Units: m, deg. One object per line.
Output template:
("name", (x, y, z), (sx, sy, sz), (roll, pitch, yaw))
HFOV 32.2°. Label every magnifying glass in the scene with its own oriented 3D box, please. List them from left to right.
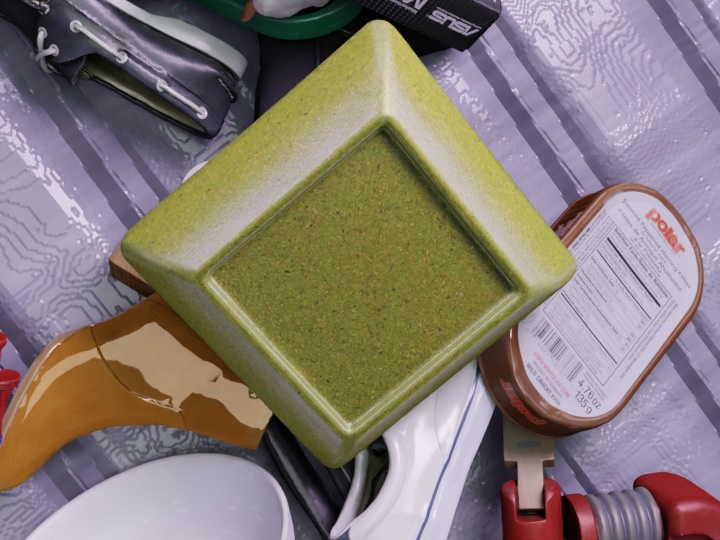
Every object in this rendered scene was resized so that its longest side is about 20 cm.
("magnifying glass", (-0.092, -0.186, 0.801), (0.198, 0.022, 0.080), (3, 59, 12))

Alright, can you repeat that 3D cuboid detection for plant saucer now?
("plant saucer", (0.000, 0.000, 0.705), (0.199, 0.048, 0.200), (-39, 111, 6))

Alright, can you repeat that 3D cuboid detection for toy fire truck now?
("toy fire truck", (0.159, 0.160, 0.829), (0.174, 0.129, 0.202), (-7, 100, -9))

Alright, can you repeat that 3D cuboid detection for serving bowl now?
("serving bowl", (-0.126, 0.200, 0.746), (0.199, 0.200, 0.066), (-25, 118, -9))

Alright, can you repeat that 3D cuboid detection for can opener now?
("can opener", (-0.005, 0.169, 0.822), (0.063, 0.079, 0.202), (-25, 83, -1))

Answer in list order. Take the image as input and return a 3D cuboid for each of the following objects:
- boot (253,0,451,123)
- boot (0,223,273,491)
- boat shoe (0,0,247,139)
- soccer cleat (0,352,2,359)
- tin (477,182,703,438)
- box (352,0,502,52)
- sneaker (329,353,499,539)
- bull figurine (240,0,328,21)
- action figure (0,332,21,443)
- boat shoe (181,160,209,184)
("boot", (0.011, -0.096, 0.786), (0.163, 0.066, 0.202), (-3, 58, 2))
("boot", (-0.130, 0.081, 0.791), (0.143, 0.071, 0.202), (31, 76, 3))
("boat shoe", (-0.172, -0.146, 0.795), (0.198, 0.076, 0.061), (21, 80, -7))
("soccer cleat", (-0.319, 0.075, 0.779), (0.199, 0.067, 0.077), (-28, 60, -2))
("tin", (0.157, 0.024, 0.825), (0.200, 0.042, 0.112), (-45, 104, -31))
("box", (-0.008, -0.250, 0.760), (0.192, 0.047, 0.202), (16, 52, -29))
("sneaker", (0.037, 0.096, 0.800), (0.070, 0.073, 0.202), (29, 62, -21))
("bull figurine", (-0.102, -0.221, 0.777), (0.198, 0.065, 0.122), (16, 53, 11))
("action figure", (-0.274, 0.131, 0.743), (0.098, 0.065, 0.202), (4, 120, -30))
("boat shoe", (-0.024, -0.018, 0.818), (0.198, 0.062, 0.073), (13, 58, -11))
